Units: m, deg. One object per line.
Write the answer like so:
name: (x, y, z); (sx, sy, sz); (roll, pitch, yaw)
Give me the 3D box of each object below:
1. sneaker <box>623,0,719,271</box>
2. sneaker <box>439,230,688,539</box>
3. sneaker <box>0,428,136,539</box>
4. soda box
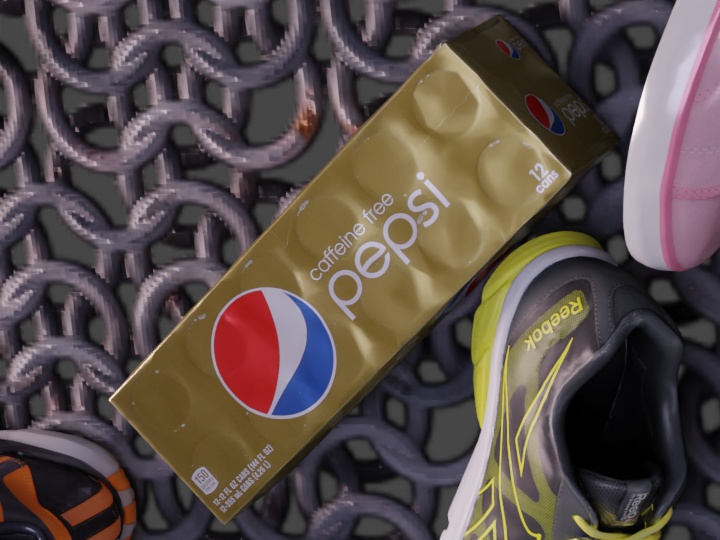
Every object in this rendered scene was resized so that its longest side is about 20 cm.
sneaker: (0.163, -0.077, 0.937); (0.104, 0.075, 0.201); (26, 107, 20)
sneaker: (0.073, 0.090, 0.998); (0.074, 0.085, 0.201); (-5, 104, -20)
sneaker: (-0.198, 0.098, 1.107); (0.199, 0.112, 0.078); (-2, 102, 22)
soda box: (0.000, 0.000, 1.029); (0.068, 0.064, 0.200); (46, 115, 5)
